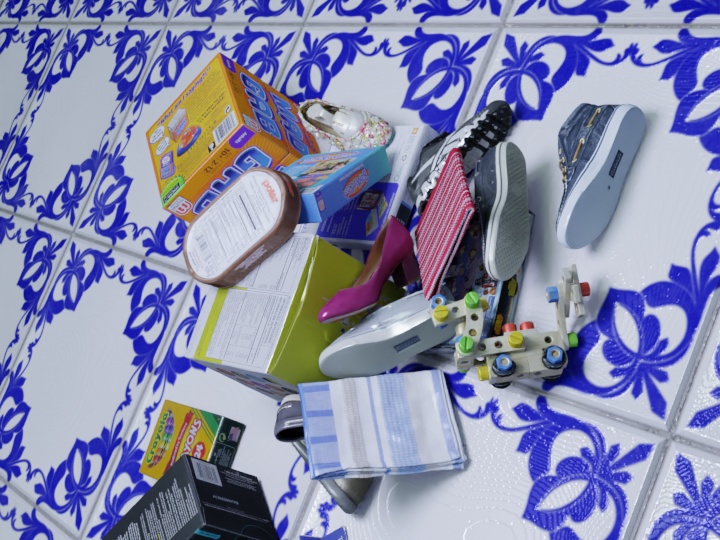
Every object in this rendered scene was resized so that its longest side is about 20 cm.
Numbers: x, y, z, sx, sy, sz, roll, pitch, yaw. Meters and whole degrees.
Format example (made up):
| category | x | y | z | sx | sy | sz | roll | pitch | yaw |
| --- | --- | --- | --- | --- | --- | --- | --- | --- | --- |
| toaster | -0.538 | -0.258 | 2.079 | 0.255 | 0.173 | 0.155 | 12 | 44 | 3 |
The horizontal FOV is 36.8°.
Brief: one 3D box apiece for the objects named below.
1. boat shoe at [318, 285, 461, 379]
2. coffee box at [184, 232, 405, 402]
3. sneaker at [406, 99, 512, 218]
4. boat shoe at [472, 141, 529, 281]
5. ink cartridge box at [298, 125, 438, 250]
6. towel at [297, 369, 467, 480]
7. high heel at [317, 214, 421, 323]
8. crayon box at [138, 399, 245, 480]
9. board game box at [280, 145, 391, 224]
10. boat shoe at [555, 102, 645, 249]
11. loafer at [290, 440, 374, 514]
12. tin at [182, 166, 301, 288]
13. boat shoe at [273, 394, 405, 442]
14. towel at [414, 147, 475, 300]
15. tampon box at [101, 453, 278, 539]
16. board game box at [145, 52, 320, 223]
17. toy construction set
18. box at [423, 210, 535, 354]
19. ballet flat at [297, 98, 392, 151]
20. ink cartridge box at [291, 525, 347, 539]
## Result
| category | x | y | z | sx | sy | sz | roll | pitch | yaw |
| --- | --- | --- | --- | --- | --- | --- | --- | --- | --- |
| boat shoe | 0.037 | 0.079 | 1.422 | 0.200 | 0.070 | 0.072 | -24 | 41 | 12 |
| coffee box | -0.089 | 0.074 | 1.528 | 0.197 | 0.199 | 0.201 | 4 | 70 | 47 |
| sneaker | 0.132 | -0.171 | 1.539 | 0.200 | 0.066 | 0.091 | -52 | 44 | 14 |
| boat shoe | 0.173 | -0.072 | 1.380 | 0.062 | 0.074 | 0.201 | -20 | 52 | 37 |
| ink cartridge box | 0.009 | -0.128 | 1.658 | 0.199 | 0.043 | 0.199 | 8 | 73 | 47 |
| towel | 0.026 | 0.194 | 1.378 | 0.024 | 0.198 | 0.148 | 97 | 166 | -51 |
| high heel | 0.000 | 0.000 | 1.443 | 0.067 | 0.200 | 0.097 | -23 | 93 | 44 |
| crayon box | -0.279 | 0.281 | 1.722 | 0.199 | 0.051 | 0.128 | 5 | 73 | 47 |
| board game box | -0.069 | -0.121 | 1.560 | 0.151 | 0.045 | 0.200 | -3 | 24 | 35 |
| boat shoe | 0.280 | -0.121 | 1.363 | 0.091 | 0.071 | 0.201 | 16 | 74 | 50 |
| loafer | -0.045 | 0.249 | 1.496 | 0.070 | 0.075 | 0.200 | -37 | 51 | -7 |
| tin | -0.165 | -0.058 | 1.478 | 0.200 | 0.042 | 0.112 | -39 | 66 | 23 |
| boat shoe | -0.018 | 0.217 | 1.416 | 0.198 | 0.073 | 0.063 | 11 | 39 | 12 |
| towel | 0.111 | -0.064 | 1.421 | 0.200 | 0.022 | 0.145 | -92 | 22 | -62 |
| tampon box | -0.245 | 0.388 | 1.551 | 0.200 | 0.149 | 0.127 | -45 | 44 | 18 |
| board game box | -0.206 | -0.191 | 1.795 | 0.200 | 0.199 | 0.201 | -42 | 44 | 21 |
| toy construction set | 0.186 | 0.069 | 1.309 | 0.199 | 0.092 | 0.132 | -15 | 60 | 10 |
| box | 0.149 | 0.013 | 1.440 | 0.136 | 0.040 | 0.201 | -2 | 67 | 46 |
| ballet flat | -0.033 | -0.226 | 1.681 | 0.199 | 0.064 | 0.076 | 19 | 79 | 49 |
| ink cartridge box | -0.089 | 0.462 | 1.434 | 0.200 | 0.043 | 0.197 | -37 | 46 | 28 |
